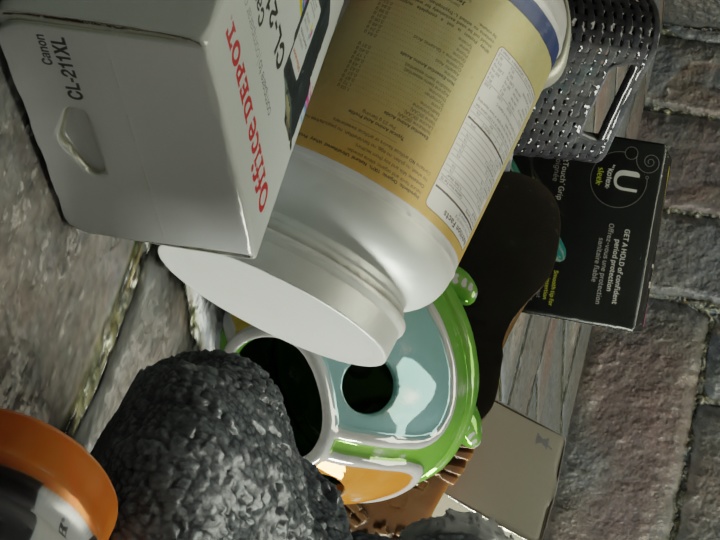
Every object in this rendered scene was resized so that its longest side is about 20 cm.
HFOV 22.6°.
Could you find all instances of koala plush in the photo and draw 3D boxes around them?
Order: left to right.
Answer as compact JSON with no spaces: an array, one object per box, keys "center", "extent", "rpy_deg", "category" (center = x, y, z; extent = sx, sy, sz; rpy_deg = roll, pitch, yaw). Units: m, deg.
[{"center":[-0.028,0.139,0.707],"extent":[0.184,0.200,0.177],"rpy_deg":[-55,-172,44],"category":"koala plush"}]

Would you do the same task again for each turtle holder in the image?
[{"center":[-0.010,0.039,0.980],"extent":[0.132,0.141,0.186],"rpy_deg":[-16,121,-59],"category":"turtle holder"}]

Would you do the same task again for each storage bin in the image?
[{"center":[0.125,-0.187,1.291],"extent":[0.200,0.094,0.135],"rpy_deg":[-105,-154,-43],"category":"storage bin"}]

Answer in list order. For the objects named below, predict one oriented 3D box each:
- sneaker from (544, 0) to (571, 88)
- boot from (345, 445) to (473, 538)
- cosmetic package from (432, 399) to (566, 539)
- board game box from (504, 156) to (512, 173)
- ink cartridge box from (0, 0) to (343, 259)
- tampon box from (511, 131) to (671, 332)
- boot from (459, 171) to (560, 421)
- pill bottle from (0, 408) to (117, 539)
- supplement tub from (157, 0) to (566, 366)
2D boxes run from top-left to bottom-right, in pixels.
[{"center":[0.078,-0.186,1.188],"extent":[0.085,0.075,0.200],"rpy_deg":[99,-27,-59],"category":"sneaker"},{"center":[0.018,0.143,1.264],"extent":[0.200,0.075,0.107],"rpy_deg":[-56,-164,22],"category":"boot"},{"center":[0.062,0.189,1.355],"extent":[0.200,0.087,0.103],"rpy_deg":[-51,-166,47],"category":"cosmetic package"},{"center":[0.048,-0.042,1.223],"extent":[0.135,0.035,0.200],"rpy_deg":[30,-67,61],"category":"board game box"},{"center":[-0.062,-0.126,0.735],"extent":[0.146,0.083,0.200],"rpy_deg":[82,21,-58],"category":"ink cartridge box"},{"center":[0.140,-0.040,1.451],"extent":[0.126,0.200,0.150],"rpy_deg":[6,95,-78],"category":"tampon box"},{"center":[0.067,0.025,1.120],"extent":[0.075,0.074,0.200],"rpy_deg":[114,0,-58],"category":"boot"},{"center":[-0.140,0.134,0.536],"extent":[0.106,0.106,0.200],"rpy_deg":[88,17,-44],"category":"pill bottle"},{"center":[0.000,-0.068,0.876],"extent":[0.200,0.144,0.144],"rpy_deg":[-63,164,-14],"category":"supplement tub"}]
